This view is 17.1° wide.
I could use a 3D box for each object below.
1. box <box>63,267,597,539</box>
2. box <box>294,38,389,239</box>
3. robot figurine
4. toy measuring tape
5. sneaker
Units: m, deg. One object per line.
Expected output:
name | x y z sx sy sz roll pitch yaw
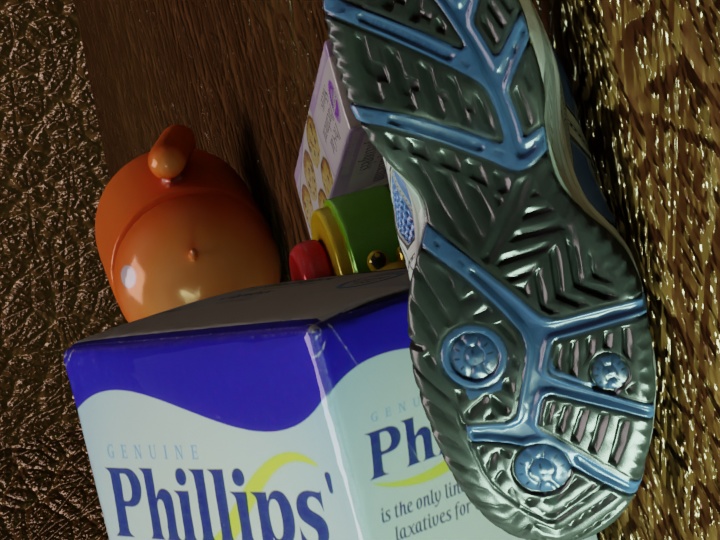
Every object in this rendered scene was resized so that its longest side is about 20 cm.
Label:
box | -0.006 0.106 0.890 0.184 0.105 0.200 -7 97 55
box | 0.000 -0.055 1.029 0.200 0.039 0.042 113 141 -76
robot figurine | -0.118 -0.015 1.617 0.144 0.116 0.200 -62 22 13
toy measuring tape | 0.000 0.000 1.023 0.200 0.073 0.074 -178 74 -81
sneaker | 0.048 -0.016 0.728 0.077 0.076 0.200 -45 -57 -74
